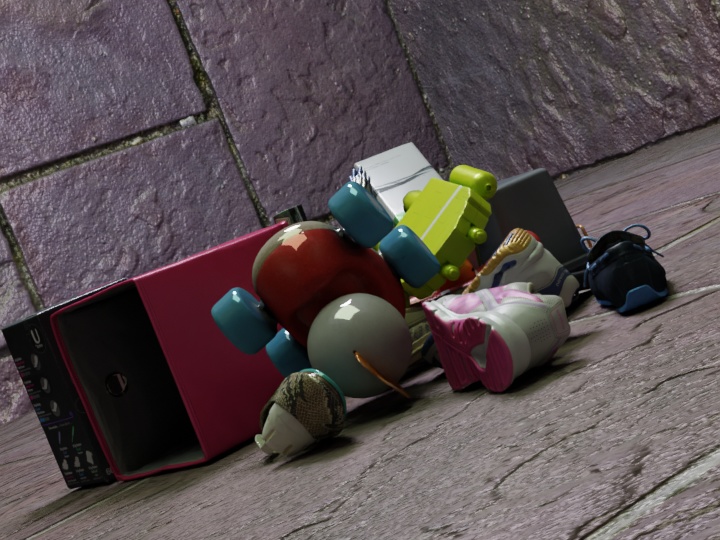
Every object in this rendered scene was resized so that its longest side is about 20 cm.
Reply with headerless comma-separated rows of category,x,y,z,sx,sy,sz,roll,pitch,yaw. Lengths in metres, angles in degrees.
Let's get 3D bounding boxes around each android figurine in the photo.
android figurine,0.073,-0.033,1.731,0.182,0.041,0.200,-54,21,-5

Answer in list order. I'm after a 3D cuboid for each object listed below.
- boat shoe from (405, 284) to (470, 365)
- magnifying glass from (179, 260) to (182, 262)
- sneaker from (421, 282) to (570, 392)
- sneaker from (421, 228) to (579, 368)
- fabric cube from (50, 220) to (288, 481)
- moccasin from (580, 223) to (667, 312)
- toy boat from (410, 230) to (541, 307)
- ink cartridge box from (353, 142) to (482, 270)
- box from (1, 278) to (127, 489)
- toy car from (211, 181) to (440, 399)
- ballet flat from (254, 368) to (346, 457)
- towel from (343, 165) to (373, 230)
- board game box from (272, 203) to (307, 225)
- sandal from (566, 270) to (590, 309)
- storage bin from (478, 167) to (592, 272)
boat shoe,0.083,0.063,1.702,0.200,0.063,0.073,-20,-13,-19
magnifying glass,-0.193,0.087,1.912,0.080,0.200,0.022,-16,-18,40
sneaker,0.118,0.054,1.412,0.088,0.081,0.200,-22,11,-16
sneaker,0.126,0.049,1.527,0.075,0.088,0.200,-52,-1,-38
fabric cube,-0.169,0.084,1.748,0.199,0.196,0.200,-25,4,-38
moccasin,0.250,-0.009,1.556,0.080,0.068,0.200,-22,3,-1
toy boat,0.105,0.002,1.826,0.200,0.131,0.131,-23,3,-7
ink cartridge box,0.072,-0.043,1.977,0.083,0.147,0.200,-21,34,-8
box,-0.294,0.127,1.857,0.122,0.200,0.106,-25,4,-36
toy car,-0.002,0.061,1.535,0.184,0.200,0.177,-41,-41,8
ballet flat,-0.059,0.133,1.475,0.075,0.068,0.200,-45,2,-11
towel,0.000,0.000,1.818,0.024,0.147,0.200,-4,39,11
board game box,-0.044,0.027,1.808,0.023,0.200,0.105,-21,3,5
sandal,0.191,0.029,1.683,0.076,0.043,0.200,-12,-1,33
storage bin,0.192,-0.044,1.986,0.145,0.135,0.200,-23,4,-17
